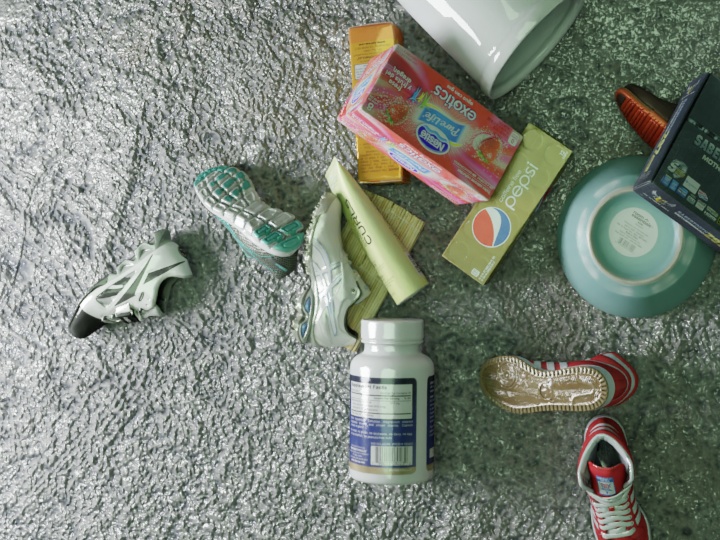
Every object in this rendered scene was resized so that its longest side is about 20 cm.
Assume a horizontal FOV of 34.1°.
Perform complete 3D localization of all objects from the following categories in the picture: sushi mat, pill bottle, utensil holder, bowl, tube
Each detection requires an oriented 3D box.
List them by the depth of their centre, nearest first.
[{"bbox_3d":[0.335,-0.041,1.431,0.197,0.105,0.205,0,92,13],"label":"bowl"},{"bbox_3d":[0.147,-0.341,1.439,0.200,0.170,0.170,45,100,10],"label":"utensil holder"},{"bbox_3d":[0.040,0.164,1.502,0.109,0.111,0.204,1,91,13],"label":"pill bottle"},{"bbox_3d":[0.013,-0.051,1.518,0.058,0.052,0.202,-35,85,32],"label":"tube"},{"bbox_3d":[0.000,0.000,1.559,0.095,0.012,0.202,30,97,13],"label":"sushi mat"}]

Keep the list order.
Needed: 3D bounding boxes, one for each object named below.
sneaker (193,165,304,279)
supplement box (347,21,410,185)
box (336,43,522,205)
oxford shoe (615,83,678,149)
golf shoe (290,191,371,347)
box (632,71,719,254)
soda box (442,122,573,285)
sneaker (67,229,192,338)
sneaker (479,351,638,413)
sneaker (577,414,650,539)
[{"bbox_3d":[-0.153,-0.060,1.565,0.077,0.092,0.200,-31,56,-26],"label":"sneaker"},{"bbox_3d":[0.026,-0.213,1.522,0.068,0.066,0.204,-5,89,14],"label":"supplement box"},{"bbox_3d":[0.084,-0.175,1.443,0.199,0.102,0.096,34,79,-16],"label":"box"},{"bbox_3d":[0.403,-0.174,1.438,0.199,0.071,0.073,37,81,4],"label":"oxford shoe"},{"bbox_3d":[-0.029,0.002,1.527,0.095,0.078,0.204,9,101,10],"label":"golf shoe"},{"bbox_3d":[0.435,-0.107,1.364,0.199,0.051,0.159,35,75,-8],"label":"box"},{"bbox_3d":[0.187,-0.084,1.486,0.067,0.064,0.202,34,98,10],"label":"soda box"},{"bbox_3d":[-0.314,0.042,1.605,0.199,0.074,0.089,-41,80,11],"label":"sneaker"},{"bbox_3d":[0.253,0.140,1.481,0.198,0.111,0.073,2,94,44],"label":"sneaker"},{"bbox_3d":[0.309,0.284,1.430,0.070,0.112,0.204,-13,88,13],"label":"sneaker"}]
